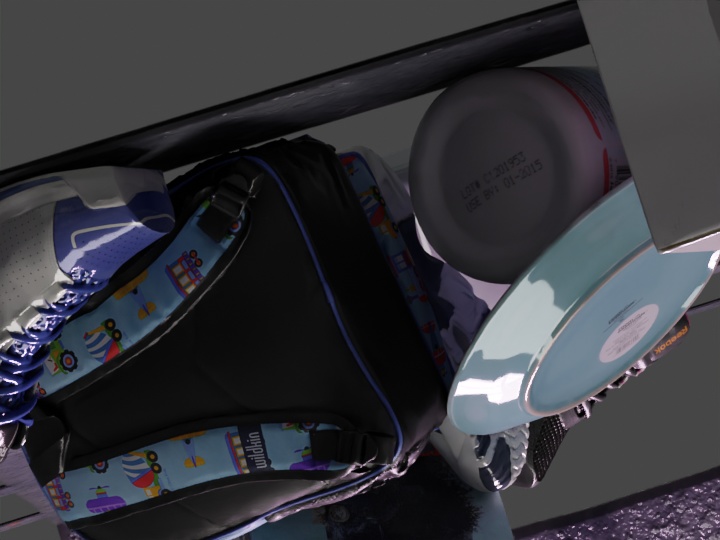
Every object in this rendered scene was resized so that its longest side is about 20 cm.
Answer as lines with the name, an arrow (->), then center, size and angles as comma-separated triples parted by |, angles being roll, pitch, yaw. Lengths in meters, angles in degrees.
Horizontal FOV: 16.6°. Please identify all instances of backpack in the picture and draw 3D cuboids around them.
backpack -> -0.075, 0.045, 1.236 | 0.200, 0.183, 0.135 | -26, -178, 24

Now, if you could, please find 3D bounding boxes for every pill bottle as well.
pill bottle -> 0.121, -0.052, 1.279 | 0.109, 0.109, 0.200 | -23, 170, 34

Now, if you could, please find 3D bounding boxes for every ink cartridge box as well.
ink cartridge box -> 0.198, -0.088, 1.128 | 0.125, 0.129, 0.200 | -22, 170, 30

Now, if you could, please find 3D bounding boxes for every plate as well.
plate -> 0.126, 0.017, 1.237 | 0.200, 0.026, 0.200 | -36, 156, -19

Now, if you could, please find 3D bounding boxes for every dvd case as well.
dvd case -> -0.001, 0.103, 1.330 | 0.145, 0.200, 0.022 | 3, 125, -13

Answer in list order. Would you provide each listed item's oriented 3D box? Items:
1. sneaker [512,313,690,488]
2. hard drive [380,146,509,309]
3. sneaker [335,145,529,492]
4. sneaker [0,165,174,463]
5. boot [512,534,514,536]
sneaker -> 0.137, 0.031, 1.374 | 0.086, 0.200, 0.080 | 17, 161, 25
hard drive -> 0.000, 0.000, 1.395 | 0.199, 0.026, 0.132 | -18, 130, 2
sneaker -> -0.003, 0.044, 1.330 | 0.129, 0.199, 0.079 | -28, -169, 37
sneaker -> -0.168, 0.029, 1.165 | 0.199, 0.116, 0.081 | -21, 173, 22
boot -> 0.005, 0.120, 1.491 | 0.200, 0.131, 0.068 | 5, 145, -37
